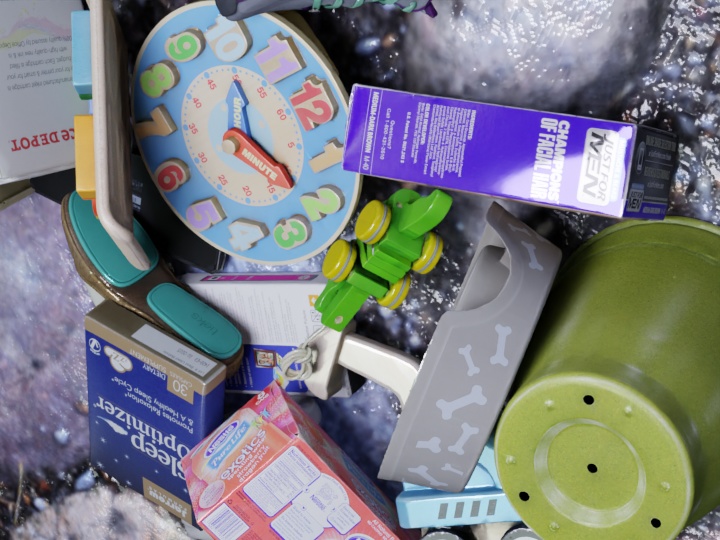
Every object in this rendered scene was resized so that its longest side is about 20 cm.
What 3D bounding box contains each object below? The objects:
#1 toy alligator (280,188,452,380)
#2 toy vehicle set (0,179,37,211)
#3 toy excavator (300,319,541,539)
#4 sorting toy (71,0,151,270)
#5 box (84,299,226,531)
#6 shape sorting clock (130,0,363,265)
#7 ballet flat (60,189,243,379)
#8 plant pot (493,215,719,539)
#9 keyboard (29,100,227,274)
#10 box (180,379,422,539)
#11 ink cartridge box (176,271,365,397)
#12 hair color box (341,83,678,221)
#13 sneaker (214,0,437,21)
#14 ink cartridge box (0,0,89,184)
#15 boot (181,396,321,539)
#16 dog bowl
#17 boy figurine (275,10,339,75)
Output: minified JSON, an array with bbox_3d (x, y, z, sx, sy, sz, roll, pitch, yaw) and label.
[{"bbox_3d":[0.000,0.000,1.099,0.059,0.055,0.200,27,124,-22],"label":"toy alligator"},{"bbox_3d":[-0.325,-0.097,1.200,0.026,0.200,0.125,-15,101,16],"label":"toy vehicle set"},{"bbox_3d":[0.061,0.130,1.139,0.193,0.100,0.202,-6,95,20],"label":"toy excavator"},{"bbox_3d":[-0.187,-0.107,1.107,0.036,0.185,0.202,-7,84,-4],"label":"sorting toy"},{"bbox_3d":[-0.164,0.129,1.217,0.120,0.032,0.201,26,135,23],"label":"box"},{"bbox_3d":[-0.085,-0.095,1.090,0.198,0.039,0.202,13,118,24],"label":"shape sorting clock"},{"bbox_3d":[-0.174,0.022,1.217,0.200,0.068,0.073,42,136,11],"label":"ballet flat"},{"bbox_3d":[0.182,0.090,0.998,0.199,0.193,0.202,11,115,24],"label":"plant pot"},{"bbox_3d":[-0.185,-0.087,1.235,0.199,0.021,0.128,24,121,18],"label":"keyboard"},{"bbox_3d":[-0.033,0.195,1.160,0.102,0.095,0.200,-40,117,4],"label":"box"},{"bbox_3d":[-0.095,0.051,1.232,0.198,0.037,0.096,-1,109,27],"label":"ink cartridge box"},{"bbox_3d":[0.100,-0.079,1.018,0.198,0.109,0.066,10,95,26],"label":"hair color box"},{"bbox_3d":[0.005,-0.194,1.013,0.199,0.074,0.088,-25,107,3],"label":"sneaker"},{"bbox_3d":[-0.279,-0.167,1.160,0.082,0.145,0.202,-12,95,31],"label":"ink cartridge box"},{"bbox_3d":[-0.090,0.169,1.265,0.199,0.074,0.096,-19,106,42],"label":"boot"},{"bbox_3d":[0.076,0.057,1.017,0.058,0.200,0.201,23,120,6],"label":"dog bowl"},{"bbox_3d":[-0.071,-0.145,1.121,0.123,0.064,0.202,-3,107,31],"label":"boy figurine"}]
